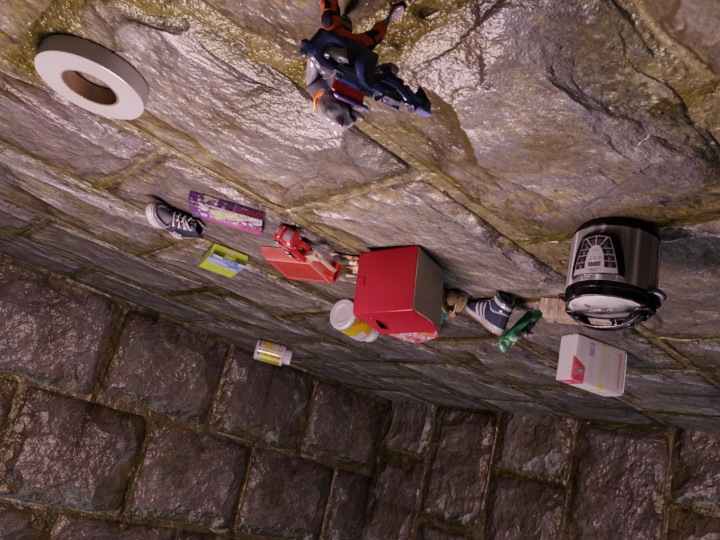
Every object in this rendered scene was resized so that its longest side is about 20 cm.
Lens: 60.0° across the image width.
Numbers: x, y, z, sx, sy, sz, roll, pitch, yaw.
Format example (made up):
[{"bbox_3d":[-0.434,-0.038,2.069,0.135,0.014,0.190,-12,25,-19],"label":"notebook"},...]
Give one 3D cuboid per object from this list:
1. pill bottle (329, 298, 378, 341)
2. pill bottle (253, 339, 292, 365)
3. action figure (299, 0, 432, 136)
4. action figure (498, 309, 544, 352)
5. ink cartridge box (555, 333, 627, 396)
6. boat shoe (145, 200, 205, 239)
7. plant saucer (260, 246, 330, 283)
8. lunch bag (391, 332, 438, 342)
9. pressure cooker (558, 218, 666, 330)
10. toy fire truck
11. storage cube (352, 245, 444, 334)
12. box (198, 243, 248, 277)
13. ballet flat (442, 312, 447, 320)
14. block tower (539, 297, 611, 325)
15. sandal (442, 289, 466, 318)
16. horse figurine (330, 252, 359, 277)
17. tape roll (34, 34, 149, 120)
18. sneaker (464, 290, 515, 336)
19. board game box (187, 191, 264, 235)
[{"bbox_3d":[-0.013,0.188,2.248,0.110,0.113,0.199,1,158,35],"label":"pill bottle"},{"bbox_3d":[-0.469,0.446,3.357,0.197,0.111,0.109,16,162,-5],"label":"pill bottle"},{"bbox_3d":[-0.001,-0.257,0.795,0.198,0.197,0.104,25,160,-32],"label":"action figure"},{"bbox_3d":[0.448,0.171,1.747,0.055,0.199,0.118,58,145,4],"label":"action figure"},{"bbox_3d":[0.725,0.299,1.956,0.197,0.148,0.083,20,162,-16],"label":"ink cartridge box"},{"bbox_3d":[-0.509,-0.142,1.741,0.091,0.076,0.200,2,167,15],"label":"boat shoe"},{"bbox_3d":[-0.187,-0.011,1.919,0.196,0.037,0.200,6,161,24],"label":"plant saucer"},{"bbox_3d":[0.193,0.201,2.176,0.174,0.083,0.200,19,161,-15],"label":"lunch bag"},{"bbox_3d":[0.495,0.020,1.225,0.175,0.203,0.176,14,163,3],"label":"pressure cooker"},{"bbox_3d":[-0.142,-0.045,1.703,0.139,0.049,0.200,24,167,26],"label":"toy fire truck"},{"bbox_3d":[0.104,0.053,1.639,0.177,0.203,0.171,-6,154,32],"label":"storage cube"},{"bbox_3d":[-0.445,-0.032,2.033,0.120,0.048,0.199,21,161,-21],"label":"box"},{"bbox_3d":[0.213,0.093,1.905,0.063,0.069,0.200,36,173,34],"label":"ballet flat"},{"bbox_3d":[0.583,0.111,1.661,0.197,0.055,0.058,2,159,35],"label":"block tower"},{"bbox_3d":[0.279,0.089,1.832,0.068,0.079,0.212,-13,160,15],"label":"sandal"},{"bbox_3d":[0.000,0.000,1.788,0.131,0.051,0.200,9,159,34],"label":"horse figurine"},{"bbox_3d":[-0.492,-0.350,1.151,0.199,0.038,0.203,13,161,4],"label":"tape roll"},{"bbox_3d":[0.373,0.100,1.789,0.069,0.110,0.200,19,-168,-22],"label":"sneaker"},{"bbox_3d":[-0.353,-0.149,1.654,0.196,0.033,0.120,16,166,-4],"label":"board game box"}]
